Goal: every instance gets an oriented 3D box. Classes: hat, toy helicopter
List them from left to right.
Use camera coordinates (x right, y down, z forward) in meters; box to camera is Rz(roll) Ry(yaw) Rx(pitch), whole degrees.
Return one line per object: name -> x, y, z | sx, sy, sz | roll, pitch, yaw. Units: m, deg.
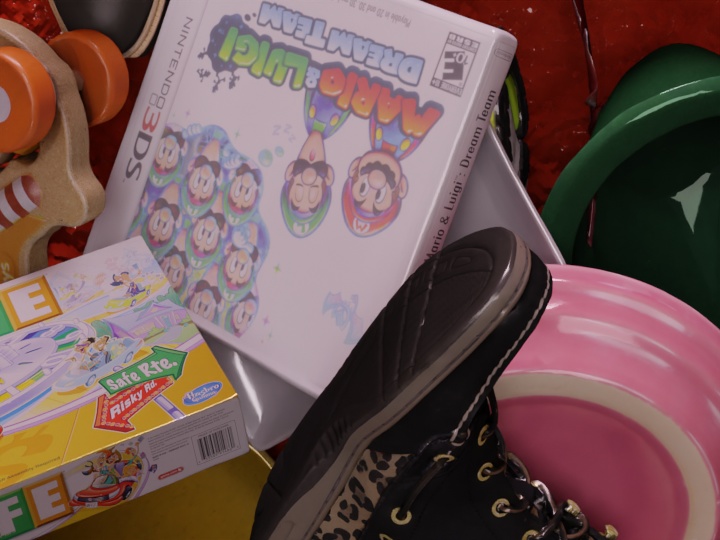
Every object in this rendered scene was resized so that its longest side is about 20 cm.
toy helicopter -> -0.182, -0.024, 0.791 | 0.131, 0.079, 0.202 | 4, 107, 25
hat -> 0.147, -0.084, 0.799 | 0.164, 0.177, 0.201 | -1, 132, -13

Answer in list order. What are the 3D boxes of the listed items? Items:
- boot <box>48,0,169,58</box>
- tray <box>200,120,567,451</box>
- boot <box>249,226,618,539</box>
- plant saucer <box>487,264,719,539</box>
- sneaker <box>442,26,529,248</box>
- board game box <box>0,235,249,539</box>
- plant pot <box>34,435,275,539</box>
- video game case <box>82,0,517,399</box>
boot -> -0.136, -0.200, 0.743 | 0.076, 0.138, 0.203 | -4, 97, 4
tray -> 0.000, 0.000, 0.771 | 0.199, 0.022, 0.108 | -31, 84, 29
boot -> 0.059, 0.084, 0.668 | 0.153, 0.074, 0.204 | 29, 128, -12
plant saucer -> 0.090, 0.093, 0.740 | 0.198, 0.051, 0.202 | 6, 125, 8
sneaker -> 0.043, -0.018, 0.796 | 0.080, 0.074, 0.203 | 0, 96, 21
board game box -> -0.165, 0.064, 0.699 | 0.198, 0.135, 0.035 | -21, 129, -16
plant pot -> -0.128, 0.173, 0.775 | 0.200, 0.200, 0.142 | 41, 123, -2
video game case -> -0.037, -0.053, 0.758 | 0.199, 0.024, 0.184 | 26, 99, 36
